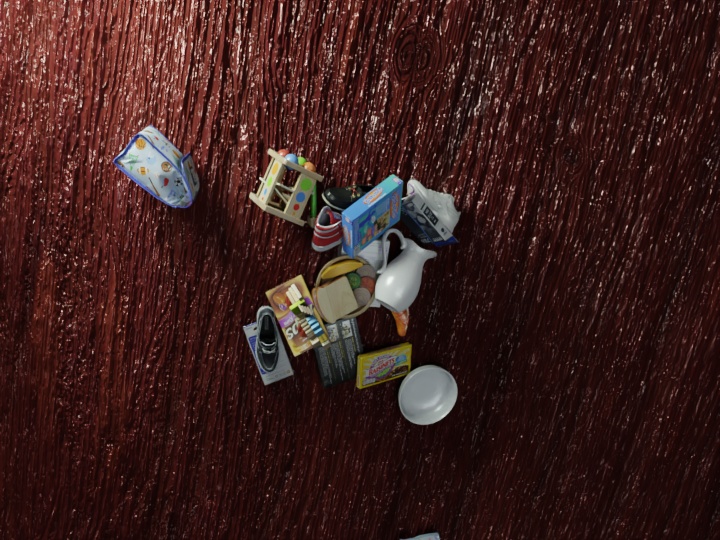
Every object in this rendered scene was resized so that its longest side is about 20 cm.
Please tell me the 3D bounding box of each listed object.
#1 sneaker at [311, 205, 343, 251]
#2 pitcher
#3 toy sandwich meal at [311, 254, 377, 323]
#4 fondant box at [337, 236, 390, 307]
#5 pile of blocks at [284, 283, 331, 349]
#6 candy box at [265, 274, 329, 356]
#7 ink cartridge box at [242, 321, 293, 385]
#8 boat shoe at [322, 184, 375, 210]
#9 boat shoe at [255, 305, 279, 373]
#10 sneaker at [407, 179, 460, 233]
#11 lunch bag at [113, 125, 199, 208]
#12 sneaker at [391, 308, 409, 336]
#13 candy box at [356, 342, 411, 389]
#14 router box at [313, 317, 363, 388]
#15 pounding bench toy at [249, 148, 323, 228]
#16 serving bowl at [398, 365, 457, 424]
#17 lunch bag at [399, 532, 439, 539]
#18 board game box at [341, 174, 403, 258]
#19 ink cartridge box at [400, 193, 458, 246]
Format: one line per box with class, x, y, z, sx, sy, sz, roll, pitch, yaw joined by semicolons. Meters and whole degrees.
sneaker;-0.048;-0.137;1.592;0.198;0.071;0.114;-33;153;-28
pitcher;0.103;0.000;1.648;0.170;0.121;0.203;32;80;-12
toy sandwich meal;-0.041;0.055;1.635;0.200;0.070;0.210;-4;106;-13
fondant box;0.000;0.000;1.699;0.141;0.058;0.205;4;105;-15
pile of blocks;-0.155;0.139;1.599;0.061;0.082;0.202;-32;93;-6
candy box;-0.179;0.128;1.666;0.115;0.056;0.203;-25;94;-4
ink cartridge box;-0.272;0.234;1.718;0.093;0.037;0.204;-19;112;-6
boat shoe;-0.021;-0.205;1.581;0.199;0.075;0.063;-2;146;-46
boat shoe;-0.263;0.207;1.657;0.070;0.068;0.205;-1;107;-13
sneaker;0.214;-0.201;1.693;0.200;0.075;0.100;44;74;-21
lunch bag;-0.487;-0.251;1.447;0.124;0.170;0.200;-43;110;8
sneaker;0.110;0.100;1.758;0.075;0.073;0.205;-6;100;1
candy box;0.074;0.291;1.787;0.197;0.026;0.105;-10;108;-34
router box;-0.068;0.240;1.758;0.146;0.051;0.205;-14;108;-9
pounding bench toy;-0.165;-0.217;1.554;0.197;0.124;0.159;20;101;-36
serving bowl;0.208;0.389;1.863;0.195;0.066;0.205;-5;109;-14
lunch bag;0.204;1.029;2.030;0.165;0.127;0.205;-6;102;-13
board game box;0.033;-0.147;1.583;0.199;0.045;0.154;-39;151;-27
ink cartridge box;0.187;-0.131;1.681;0.200;0.099;0.040;45;61;-21
